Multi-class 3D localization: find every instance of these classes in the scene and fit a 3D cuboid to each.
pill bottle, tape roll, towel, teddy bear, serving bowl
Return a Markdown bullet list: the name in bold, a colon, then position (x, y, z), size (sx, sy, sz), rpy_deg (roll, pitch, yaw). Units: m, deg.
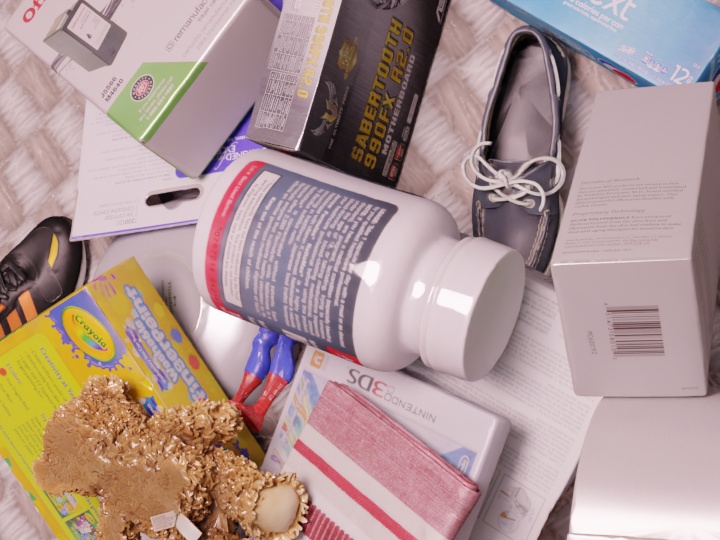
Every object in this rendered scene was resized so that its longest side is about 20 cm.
- **pill bottle**: position (0.000, 0.000, 0.889), size (0.200, 0.120, 0.120), rpy_deg (19, 90, 25)
- **tape roll**: position (0.219, 0.172, 0.802), size (0.139, 0.203, 0.203), rpy_deg (0, 82, 25)
- **towel**: position (-0.015, 0.193, 0.894), size (0.144, 0.023, 0.200), rpy_deg (35, 101, 39)
- **teddy bear**: position (-0.128, 0.152, 0.928), size (0.200, 0.067, 0.145), rpy_deg (8, 95, 21)
- **serving bowl**: position (-0.147, 0.033, 1.079), size (0.200, 0.066, 0.200), rpy_deg (-5, 80, 26)

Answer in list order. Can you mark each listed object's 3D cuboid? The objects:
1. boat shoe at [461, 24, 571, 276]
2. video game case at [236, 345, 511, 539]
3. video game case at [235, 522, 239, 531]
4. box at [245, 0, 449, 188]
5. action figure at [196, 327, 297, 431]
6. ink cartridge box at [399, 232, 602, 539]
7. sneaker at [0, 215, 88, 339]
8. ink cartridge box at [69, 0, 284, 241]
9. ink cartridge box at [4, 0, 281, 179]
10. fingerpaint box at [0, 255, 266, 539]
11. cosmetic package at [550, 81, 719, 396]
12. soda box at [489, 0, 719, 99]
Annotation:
- **boat shoe**: position (0.116, -0.077, 0.969), size (0.075, 0.062, 0.200), rpy_deg (11, 88, 22)
- **video game case**: position (-0.003, 0.164, 0.920), size (0.182, 0.022, 0.200), rpy_deg (21, 91, 42)
- **video game case**: position (-0.054, 0.242, 0.981), size (0.200, 0.036, 0.181), rpy_deg (-39, 48, 14)
- **box**: position (0.000, -0.169, 0.989), size (0.048, 0.158, 0.200), rpy_deg (15, 88, 27)
- **action figure**: position (-0.049, 0.027, 1.008), size (0.065, 0.052, 0.200), rpy_deg (-11, 39, 54)
- **ink cartridge box**: position (0.090, 0.096, 0.931), size (0.160, 0.047, 0.200), rpy_deg (30, 103, 28)
- **sneaker**: position (-0.312, 0.038, 1.144), size (0.070, 0.090, 0.200), rpy_deg (39, 100, 26)
- **ink cartridge box**: position (-0.141, -0.122, 1.100), size (0.198, 0.043, 0.200), rpy_deg (-6, 69, 24)
- **ink cartridge box**: position (-0.168, -0.190, 1.063), size (0.200, 0.084, 0.146), rpy_deg (38, 92, 32)
- **fingerpaint box**: position (-0.191, 0.117, 1.027), size (0.167, 0.073, 0.200), rpy_deg (-30, 97, 29)
- **cosmetic package**: position (0.182, -0.024, 0.843), size (0.085, 0.200, 0.108), rpy_deg (-3, 125, 20)
- **soda box**: position (0.175, -0.187, 0.958), size (0.200, 0.064, 0.068), rpy_deg (36, 98, 26)
